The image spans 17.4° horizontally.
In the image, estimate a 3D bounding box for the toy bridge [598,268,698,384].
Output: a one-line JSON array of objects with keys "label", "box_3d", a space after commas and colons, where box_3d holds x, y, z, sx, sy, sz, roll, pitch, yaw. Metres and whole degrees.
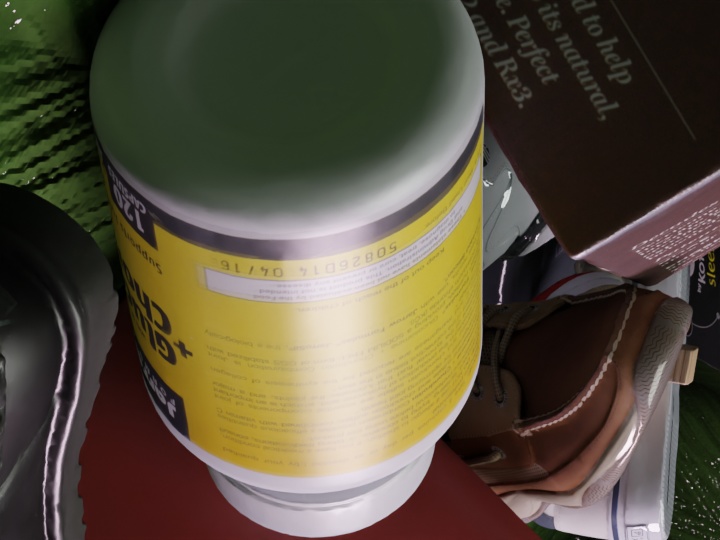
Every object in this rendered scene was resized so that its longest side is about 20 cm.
[{"label": "toy bridge", "box_3d": [0.128, -0.048, 1.032, 0.027, 0.067, 0.201, -7, 107, -76]}]

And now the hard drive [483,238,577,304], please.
[{"label": "hard drive", "box_3d": [0.092, -0.025, 1.140, 0.140, 0.033, 0.201, -43, 147, -43]}]

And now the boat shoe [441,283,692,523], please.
[{"label": "boat shoe", "box_3d": [0.062, 0.047, 0.892, 0.076, 0.072, 0.200, -65, -173, -24]}]

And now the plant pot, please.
[{"label": "plant pot", "box_3d": [-0.034, 0.116, 0.885, 0.201, 0.177, 0.201, -52, 167, -17]}]

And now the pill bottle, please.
[{"label": "pill bottle", "box_3d": [-0.018, -0.002, 0.724, 0.112, 0.112, 0.200, -49, 155, -28]}]

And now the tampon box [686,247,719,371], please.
[{"label": "tampon box", "box_3d": [0.210, -0.041, 1.200, 0.200, 0.126, 0.151, -149, -128, -68]}]

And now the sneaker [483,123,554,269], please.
[{"label": "sneaker", "box_3d": [0.000, 0.000, 0.968, 0.115, 0.075, 0.200, -9, 151, -51]}]

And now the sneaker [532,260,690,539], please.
[{"label": "sneaker", "box_3d": [0.114, 0.026, 1.089, 0.073, 0.070, 0.201, 63, 33, -67]}]

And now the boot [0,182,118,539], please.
[{"label": "boot", "box_3d": [-0.141, 0.090, 0.628, 0.158, 0.079, 0.212, -51, 158, -50]}]

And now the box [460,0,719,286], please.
[{"label": "box", "box_3d": [0.112, -0.107, 0.777, 0.164, 0.166, 0.200, -31, 171, 10]}]

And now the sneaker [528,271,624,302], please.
[{"label": "sneaker", "box_3d": [0.043, 0.056, 1.059, 0.071, 0.113, 0.200, 14, 121, -35]}]
